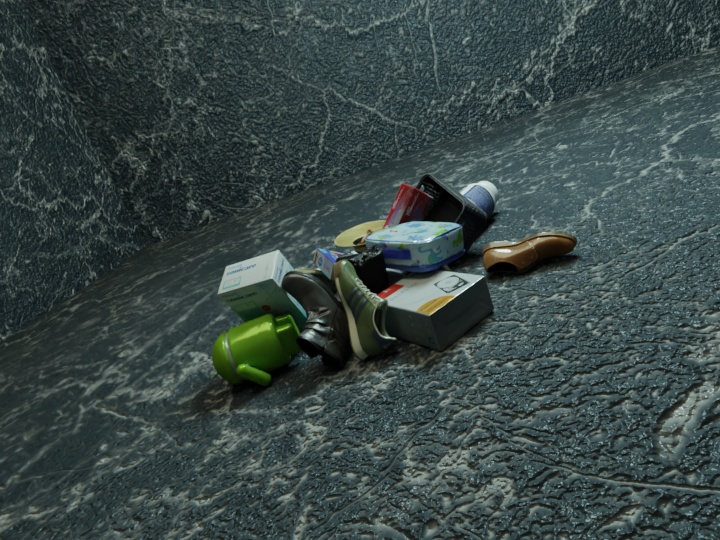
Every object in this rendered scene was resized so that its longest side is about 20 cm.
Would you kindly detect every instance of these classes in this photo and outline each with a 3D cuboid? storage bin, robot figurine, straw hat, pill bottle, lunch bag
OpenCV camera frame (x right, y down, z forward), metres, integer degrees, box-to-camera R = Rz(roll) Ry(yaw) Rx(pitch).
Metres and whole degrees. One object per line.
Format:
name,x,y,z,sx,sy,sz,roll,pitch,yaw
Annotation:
storage bin,0.209,-0.138,1.356,0.136,0.093,0.200,-58,39,17
robot figurine,-0.226,0.166,1.140,0.197,0.117,0.176,-22,30,-1
straw hat,0.028,-0.074,1.573,0.198,0.086,0.202,-16,22,7
pill bottle,0.311,-0.176,1.495,0.110,0.112,0.200,-4,25,42
lunch bag,0.116,-0.053,1.183,0.198,0.084,0.160,5,20,45

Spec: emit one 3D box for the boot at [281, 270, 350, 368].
boot,-0.096,0.095,1.067,0.132,0.198,0.070,-55,-4,-42

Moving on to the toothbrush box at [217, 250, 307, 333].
toothbrush box,-0.199,0.064,1.200,0.144,0.201,0.086,-14,44,20

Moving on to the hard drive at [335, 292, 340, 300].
hard drive,-0.051,0.080,1.327,0.198,0.027,0.132,-27,19,-16

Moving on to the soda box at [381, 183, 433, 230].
soda box,0.103,-0.110,1.342,0.069,0.202,0.063,20,8,-31

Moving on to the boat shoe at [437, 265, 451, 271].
boat shoe,0.163,-0.015,1.305,0.068,0.072,0.200,-46,22,10

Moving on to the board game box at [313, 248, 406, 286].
board game box,0.000,0.000,1.295,0.197,0.042,0.200,12,9,-19

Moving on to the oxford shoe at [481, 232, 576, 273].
oxford shoe,0.359,-0.029,1.137,0.197,0.072,0.072,-13,48,25

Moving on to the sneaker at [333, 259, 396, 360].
sneaker,0.014,0.065,1.044,0.089,0.203,0.067,-22,-17,24

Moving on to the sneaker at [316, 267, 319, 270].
sneaker,-0.129,0.048,1.428,0.199,0.076,0.087,-35,29,-23

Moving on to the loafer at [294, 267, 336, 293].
loafer,-0.150,0.027,1.367,0.196,0.077,0.068,2,21,2

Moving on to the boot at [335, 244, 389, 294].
boot,-0.024,0.048,1.156,0.197,0.170,0.077,-20,22,4

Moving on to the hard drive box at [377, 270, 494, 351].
hard drive box,0.136,0.070,1.064,0.155,0.078,0.199,-31,20,-28
